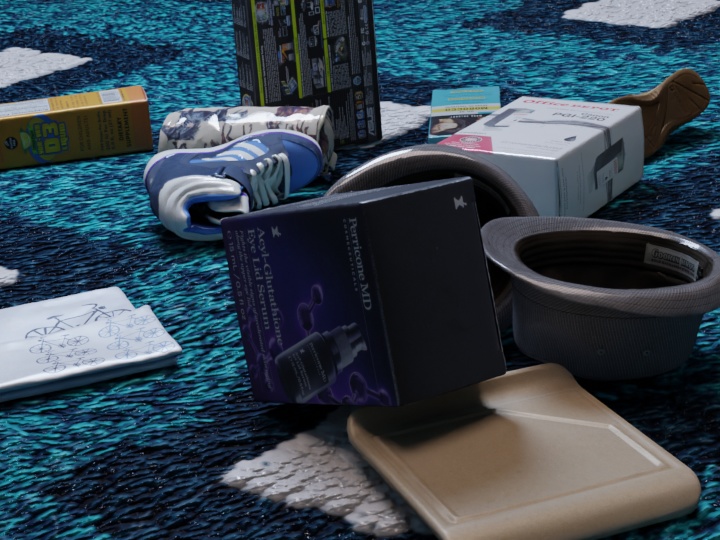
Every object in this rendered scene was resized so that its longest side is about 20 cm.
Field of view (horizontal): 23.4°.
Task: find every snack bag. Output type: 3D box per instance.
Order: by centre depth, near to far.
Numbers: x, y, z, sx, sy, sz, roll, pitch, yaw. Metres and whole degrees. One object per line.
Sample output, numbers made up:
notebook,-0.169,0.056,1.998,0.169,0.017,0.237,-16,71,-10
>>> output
snack bag,-0.266,0.058,1.489,0.187,0.022,0.200,-12,21,-18

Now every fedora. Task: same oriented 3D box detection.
fedora,0.186,0.027,1.353,0.198,0.091,0.177,1,21,-9
fedora,0.053,-0.009,1.453,0.198,0.178,0.090,-24,-9,-4

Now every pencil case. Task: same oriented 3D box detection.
pencil case,-0.125,-0.136,1.901,0.198,0.090,0.078,-1,49,11

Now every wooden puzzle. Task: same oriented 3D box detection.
wooden puzzle,0.107,0.134,1.193,0.183,0.038,0.200,-11,26,-19

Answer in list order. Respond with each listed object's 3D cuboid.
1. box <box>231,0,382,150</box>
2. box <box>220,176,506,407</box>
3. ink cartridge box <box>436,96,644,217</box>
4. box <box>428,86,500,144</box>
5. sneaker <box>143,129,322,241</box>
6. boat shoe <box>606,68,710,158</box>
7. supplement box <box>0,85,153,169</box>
box,-0.059,-0.232,1.965,0.159,0.202,0.044,-15,22,-24
box,-0.001,0.017,1.285,0.104,0.150,0.199,-14,4,-34
ink cartridge box,0.181,-0.108,1.751,0.144,0.086,0.200,9,22,31
box,0.118,-0.155,1.939,0.081,0.050,0.200,-3,20,4
sneaker,-0.113,-0.077,1.753,0.198,0.081,0.147,-8,29,-19
boat shoe,0.298,-0.159,1.909,0.199,0.073,0.072,-33,2,-33
supplement box,-0.347,-0.167,2.047,0.198,0.067,0.069,-9,24,-9
